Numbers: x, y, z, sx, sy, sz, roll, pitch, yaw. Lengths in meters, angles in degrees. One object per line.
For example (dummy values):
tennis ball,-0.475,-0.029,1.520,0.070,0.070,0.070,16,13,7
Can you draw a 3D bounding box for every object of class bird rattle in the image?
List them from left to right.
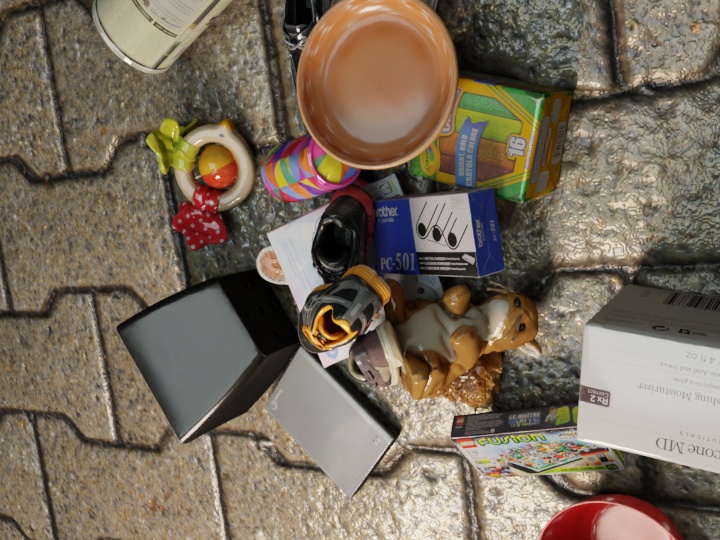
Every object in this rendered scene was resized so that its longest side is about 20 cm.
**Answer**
bird rattle,-0.236,-0.143,1.277,0.160,0.113,0.204,-21,93,17

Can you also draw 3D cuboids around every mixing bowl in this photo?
mixing bowl,0.325,0.357,1.033,0.196,0.108,0.206,9,107,30

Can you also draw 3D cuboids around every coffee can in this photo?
coffee can,-0.273,-0.404,1.204,0.198,0.145,0.149,-33,84,33

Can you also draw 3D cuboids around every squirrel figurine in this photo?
squirrel figurine,0.136,0.092,1.075,0.202,0.182,0.144,81,171,-54

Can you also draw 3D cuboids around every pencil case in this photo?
pencil case,-0.067,-0.141,1.098,0.199,0.087,0.091,3,106,65

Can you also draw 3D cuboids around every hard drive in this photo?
hard drive,-0.047,0.229,1.281,0.200,0.033,0.141,43,120,17

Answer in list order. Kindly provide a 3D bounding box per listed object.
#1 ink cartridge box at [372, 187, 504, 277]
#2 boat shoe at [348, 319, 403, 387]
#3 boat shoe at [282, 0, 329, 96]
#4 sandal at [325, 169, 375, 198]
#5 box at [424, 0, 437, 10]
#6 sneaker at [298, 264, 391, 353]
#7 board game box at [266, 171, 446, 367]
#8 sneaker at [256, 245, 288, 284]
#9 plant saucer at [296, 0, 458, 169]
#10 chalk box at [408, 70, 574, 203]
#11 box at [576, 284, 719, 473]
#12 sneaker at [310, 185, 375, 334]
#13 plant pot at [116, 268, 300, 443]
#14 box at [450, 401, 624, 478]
ink cartridge box,0.086,-0.044,1.010,0.198,0.043,0.097,1,103,58
boat shoe,0.015,0.110,1.049,0.063,0.200,0.074,-16,78,-5
boat shoe,-0.077,-0.325,1.146,0.070,0.067,0.206,12,108,29
sandal,-0.002,-0.097,1.167,0.201,0.045,0.075,49,122,13
box,0.035,-0.272,1.058,0.059,0.117,0.205,7,111,-17
sneaker,-0.037,0.061,1.014,0.078,0.078,0.200,39,147,-3
board game box,0.000,0.000,1.141,0.195,0.043,0.204,-23,95,10
sneaker,-0.049,-0.002,1.212,0.195,0.080,0.073,14,99,7
plant saucer,0.021,-0.219,0.969,0.195,0.037,0.206,1,92,19
chalk box,0.139,-0.171,1.014,0.196,0.123,0.128,17,110,27
box,0.356,0.110,0.900,0.195,0.199,0.134,8,106,29
sneaker,-0.023,0.001,1.061,0.069,0.098,0.206,8,113,19
plant pot,-0.209,0.108,1.272,0.176,0.199,0.202,-36,82,19
box,0.225,0.220,1.072,0.196,0.035,0.110,-13,133,34
